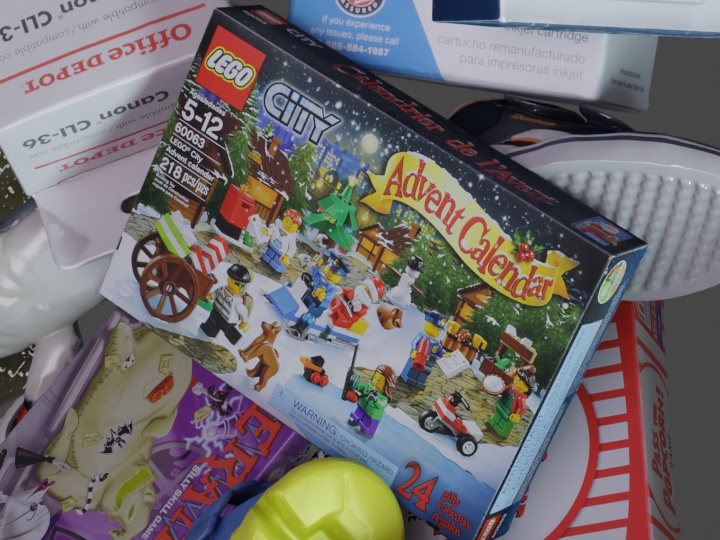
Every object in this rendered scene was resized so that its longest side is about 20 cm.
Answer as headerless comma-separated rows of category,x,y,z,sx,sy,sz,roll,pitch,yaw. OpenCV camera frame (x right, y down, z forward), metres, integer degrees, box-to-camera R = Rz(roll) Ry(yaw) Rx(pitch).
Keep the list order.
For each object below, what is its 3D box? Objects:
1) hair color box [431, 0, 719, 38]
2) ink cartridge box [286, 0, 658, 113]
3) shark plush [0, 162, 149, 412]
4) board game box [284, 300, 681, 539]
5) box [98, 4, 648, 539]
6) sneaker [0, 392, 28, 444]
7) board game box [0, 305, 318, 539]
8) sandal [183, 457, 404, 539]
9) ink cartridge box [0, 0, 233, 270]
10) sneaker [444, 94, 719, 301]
hair color box,0.128,-0.141,0.962,0.060,0.199,0.101,-168,80,-64
ink cartridge box,0.059,-0.177,1.045,0.144,0.084,0.201,10,93,21
shark plush,-0.132,-0.032,1.125,0.091,0.083,0.200,36,98,-18
board game box,0.034,0.091,1.048,0.199,0.046,0.152,-13,62,20
box,0.000,0.000,0.993,0.199,0.038,0.137,33,113,22
sneaker,-0.096,0.134,1.115,0.085,0.077,0.201,-34,79,13
board game box,-0.089,0.078,1.072,0.120,0.032,0.200,38,86,31
sandal,-0.069,0.151,0.985,0.200,0.087,0.080,-40,104,-10
ink cartridge box,-0.115,-0.113,1.079,0.116,0.068,0.201,-21,66,-2
sneaker,0.081,-0.035,1.021,0.199,0.080,0.079,-5,127,32
